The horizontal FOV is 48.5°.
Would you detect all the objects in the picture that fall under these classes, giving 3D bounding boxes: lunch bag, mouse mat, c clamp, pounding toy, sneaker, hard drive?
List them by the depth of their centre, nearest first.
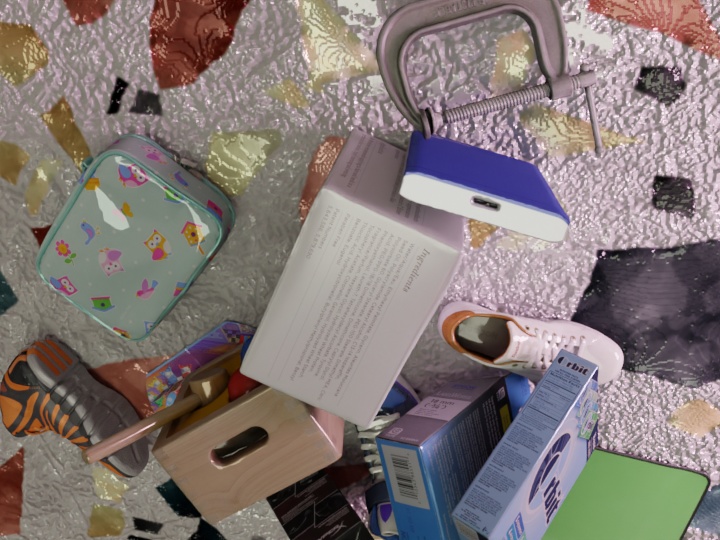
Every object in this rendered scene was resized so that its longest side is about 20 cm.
[{"bbox_3d":[0.103,-0.080,0.700,0.132,0.200,0.025,17,109,0],"label":"hard drive"},{"bbox_3d":[0.118,-0.175,0.726,0.200,0.027,0.171,-10,103,-1],"label":"c clamp"},{"bbox_3d":[-0.136,0.147,0.814,0.200,0.184,0.142,-29,108,12],"label":"pounding toy"},{"bbox_3d":[0.178,0.085,0.827,0.200,0.085,0.073,12,97,1],"label":"sneaker"},{"bbox_3d":[-0.237,-0.038,0.836,0.160,0.077,0.200,37,114,-9],"label":"lunch bag"},{"bbox_3d":[0.036,0.216,0.880,0.080,0.147,0.200,-17,112,15],"label":"sneaker"},{"bbox_3d":[0.296,0.281,0.955,0.200,0.008,0.161,13,116,0],"label":"mouse mat"},{"bbox_3d":[-0.350,0.182,0.965,0.112,0.078,0.200,-37,95,26],"label":"sneaker"}]

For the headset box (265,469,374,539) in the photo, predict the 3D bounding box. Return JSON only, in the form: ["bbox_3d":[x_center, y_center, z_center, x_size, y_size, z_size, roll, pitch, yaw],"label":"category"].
[{"bbox_3d":[-0.037,0.302,0.911,0.077,0.200,0.149,-32,115,-11],"label":"headset box"}]

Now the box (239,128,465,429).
[{"bbox_3d":[0.000,0.000,0.752,0.131,0.199,0.200,25,114,-3],"label":"box"}]

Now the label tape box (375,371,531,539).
[{"bbox_3d":[0.113,0.200,0.854,0.063,0.200,0.144,-1,108,42],"label":"label tape box"}]

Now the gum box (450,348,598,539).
[{"bbox_3d":[0.172,0.204,0.797,0.045,0.200,0.170,26,154,32],"label":"gum box"}]

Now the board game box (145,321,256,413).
[{"bbox_3d":[-0.159,0.157,0.937,0.200,0.039,0.158,-33,107,21],"label":"board game box"}]
